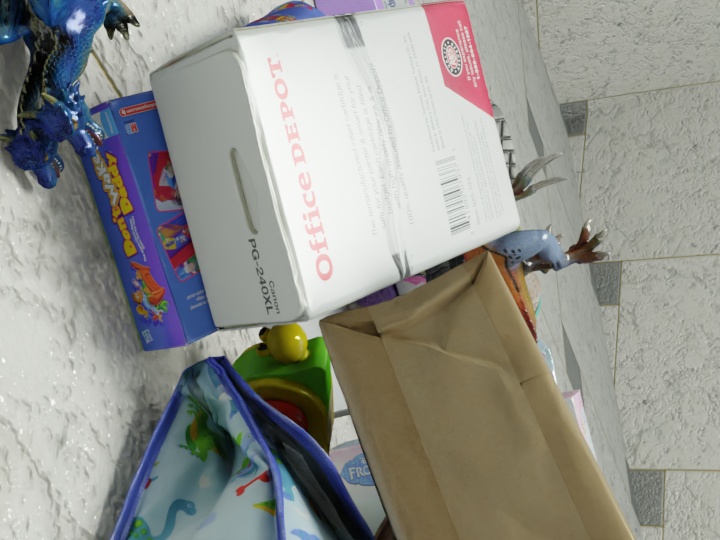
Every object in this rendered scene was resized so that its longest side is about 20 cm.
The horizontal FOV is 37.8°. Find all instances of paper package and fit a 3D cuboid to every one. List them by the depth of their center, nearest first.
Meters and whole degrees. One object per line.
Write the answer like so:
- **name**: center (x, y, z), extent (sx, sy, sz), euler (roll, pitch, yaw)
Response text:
- **paper package**: center (0.063, 0.124, 0.584), extent (0.201, 0.102, 0.193), euler (75, -8, -62)

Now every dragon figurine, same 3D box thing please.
- **dragon figurine**: center (-0.166, -0.146, 0.513), extent (0.100, 0.058, 0.203), euler (-61, 134, -66)

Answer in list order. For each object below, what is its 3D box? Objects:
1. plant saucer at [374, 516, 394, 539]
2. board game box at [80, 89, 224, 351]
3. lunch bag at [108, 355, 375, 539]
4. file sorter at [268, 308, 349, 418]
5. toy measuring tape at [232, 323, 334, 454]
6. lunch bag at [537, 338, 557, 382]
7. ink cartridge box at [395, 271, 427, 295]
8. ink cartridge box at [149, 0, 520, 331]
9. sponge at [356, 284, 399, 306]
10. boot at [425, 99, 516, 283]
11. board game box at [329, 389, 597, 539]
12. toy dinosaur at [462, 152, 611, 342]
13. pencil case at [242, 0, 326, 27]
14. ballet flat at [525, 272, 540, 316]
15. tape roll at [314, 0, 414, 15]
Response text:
- **plant saucer**: center (0.076, 0.240, 0.718), extent (0.036, 0.199, 0.204), euler (20, 53, -41)
- **board game box**: center (-0.063, -0.051, 0.636), extent (0.198, 0.044, 0.137), euler (-24, 101, -45)
- **lunch bag**: center (-0.046, 0.167, 0.544), extent (0.202, 0.125, 0.172), euler (-100, 166, -54)
- **file sorter**: center (0.000, 0.000, 0.802), extent (0.139, 0.122, 0.204), euler (-23, 98, -72)
- **toy measuring tape**: center (-0.052, 0.108, 0.693), extent (0.074, 0.072, 0.202), euler (-85, 176, -47)
- **lunch bag**: center (0.102, 0.176, 0.902), extent (0.127, 0.167, 0.204), euler (37, 38, -67)
- **ink cartridge box**: center (0.068, -0.030, 1.028), extent (0.117, 0.066, 0.203), euler (-63, 136, -65)
- **ink cartridge box**: center (-0.008, -0.065, 0.602), extent (0.198, 0.082, 0.148), euler (-21, 99, -45)
- **sponge**: center (0.006, -0.020, 0.991), extent (0.200, 0.029, 0.114), euler (45, 36, -60)
- **boot**: center (0.079, -0.043, 0.894), extent (0.132, 0.068, 0.204), euler (-149, -124, -73)
- **board game box**: center (0.092, 0.210, 0.790), extent (0.043, 0.197, 0.203), euler (-10, 86, -70)
- **toy dinosaur**: center (0.093, -0.032, 0.756), extent (0.179, 0.104, 0.204), euler (10, 94, -32)
- **pencil case**: center (-0.067, -0.146, 0.790), extent (0.200, 0.076, 0.089), euler (-62, 155, -66)
- **ballet flat**: center (0.137, 0.001, 1.034), extent (0.068, 0.068, 0.200), euler (52, 17, -12)
- **tape roll**: center (0.010, -0.289, 1.162), extent (0.200, 0.065, 0.204), euler (-16, 91, -72)
